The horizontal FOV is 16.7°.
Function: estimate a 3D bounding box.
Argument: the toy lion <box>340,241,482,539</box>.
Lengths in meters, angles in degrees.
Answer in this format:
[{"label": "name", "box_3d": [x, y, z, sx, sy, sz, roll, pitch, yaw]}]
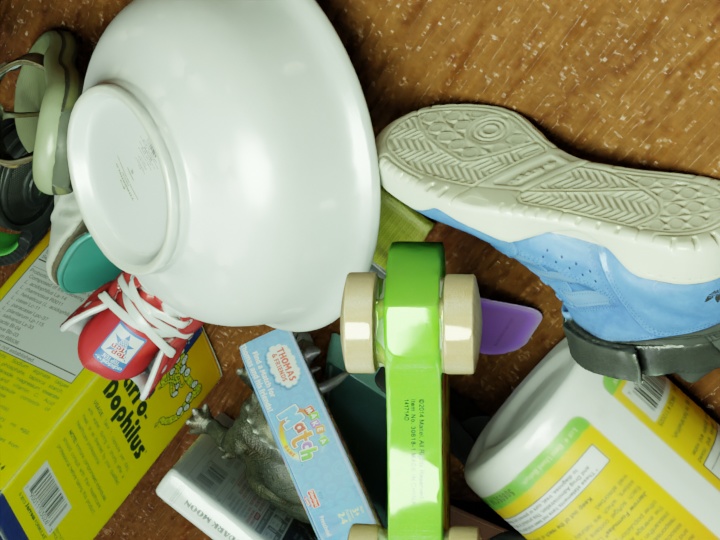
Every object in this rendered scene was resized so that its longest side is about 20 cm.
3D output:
[{"label": "toy lion", "box_3d": [0.030, 0.079, 1.235, 0.068, 0.192, 0.202, 0, 105, 4]}]

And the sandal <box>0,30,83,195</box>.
[{"label": "sandal", "box_3d": [-0.183, -0.089, 1.350, 0.057, 0.081, 0.201, 0, -171, -9]}]

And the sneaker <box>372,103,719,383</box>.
[{"label": "sneaker", "box_3d": [0.096, -0.006, 1.181, 0.199, 0.077, 0.112, 16, 137, 27]}]

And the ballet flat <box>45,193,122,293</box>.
[{"label": "ballet flat", "box_3d": [-0.152, -0.050, 1.455, 0.069, 0.070, 0.200, 38, 155, 2]}]

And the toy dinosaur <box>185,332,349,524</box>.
[{"label": "toy dinosaur", "box_3d": [-0.044, 0.119, 1.525, 0.102, 0.077, 0.201, 38, 154, 44]}]

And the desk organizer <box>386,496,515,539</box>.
[{"label": "desk organizer", "box_3d": [0.123, 0.179, 1.439, 0.199, 0.077, 0.072, 20, 148, 33]}]

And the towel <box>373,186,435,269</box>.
[{"label": "towel", "box_3d": [-0.052, -0.066, 1.344, 0.200, 0.018, 0.086, 38, 155, 2]}]

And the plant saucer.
[{"label": "plant saucer", "box_3d": [0.002, 0.110, 1.554, 0.070, 0.019, 0.200, 32, 152, 14]}]

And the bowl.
[{"label": "bowl", "box_3d": [-0.085, -0.054, 1.226, 0.201, 0.090, 0.203, 29, 128, 45]}]

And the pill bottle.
[{"label": "pill bottle", "box_3d": [0.161, 0.132, 1.277, 0.200, 0.111, 0.111, 42, 154, -5]}]

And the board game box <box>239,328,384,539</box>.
[{"label": "board game box", "box_3d": [-0.005, 0.147, 1.398, 0.201, 0.036, 0.152, 66, 178, -51]}]

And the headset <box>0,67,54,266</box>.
[{"label": "headset", "box_3d": [-0.247, -0.070, 1.501, 0.123, 0.094, 0.200, 34, 143, 8]}]

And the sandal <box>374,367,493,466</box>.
[{"label": "sandal", "box_3d": [0.092, 0.100, 1.377, 0.200, 0.048, 0.075, 38, -170, 24]}]

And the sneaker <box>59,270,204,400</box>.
[{"label": "sneaker", "box_3d": [-0.112, 0.007, 1.410, 0.071, 0.113, 0.200, 40, 160, 4]}]

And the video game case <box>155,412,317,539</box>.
[{"label": "video game case", "box_3d": [-0.039, 0.171, 1.574, 0.181, 0.023, 0.200, 38, -171, 0]}]

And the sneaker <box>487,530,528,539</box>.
[{"label": "sneaker", "box_3d": [0.088, 0.209, 1.363, 0.087, 0.074, 0.201, 21, 151, 43]}]

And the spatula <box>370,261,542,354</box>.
[{"label": "spatula", "box_3d": [0.000, 0.000, 1.326, 0.199, 0.021, 0.057, 25, 147, 0]}]

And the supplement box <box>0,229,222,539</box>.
[{"label": "supplement box", "box_3d": [-0.198, 0.088, 1.568, 0.108, 0.200, 0.110, 22, 150, 31]}]
